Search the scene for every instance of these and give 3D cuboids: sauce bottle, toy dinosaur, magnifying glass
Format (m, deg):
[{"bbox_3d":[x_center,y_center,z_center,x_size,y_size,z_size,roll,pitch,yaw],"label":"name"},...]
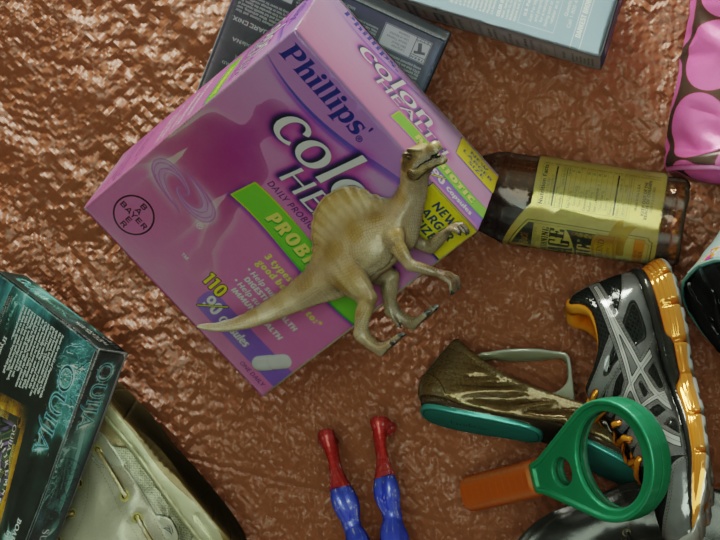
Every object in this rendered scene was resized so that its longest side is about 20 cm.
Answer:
[{"bbox_3d":[0.121,-0.046,1.670,0.199,0.066,0.066,8,90,8],"label":"sauce bottle"},{"bbox_3d":[0.000,0.000,1.557,0.200,0.058,0.101,-41,86,19],"label":"toy dinosaur"},{"bbox_3d":[0.132,0.132,1.615,0.022,0.200,0.080,-9,83,-38],"label":"magnifying glass"}]

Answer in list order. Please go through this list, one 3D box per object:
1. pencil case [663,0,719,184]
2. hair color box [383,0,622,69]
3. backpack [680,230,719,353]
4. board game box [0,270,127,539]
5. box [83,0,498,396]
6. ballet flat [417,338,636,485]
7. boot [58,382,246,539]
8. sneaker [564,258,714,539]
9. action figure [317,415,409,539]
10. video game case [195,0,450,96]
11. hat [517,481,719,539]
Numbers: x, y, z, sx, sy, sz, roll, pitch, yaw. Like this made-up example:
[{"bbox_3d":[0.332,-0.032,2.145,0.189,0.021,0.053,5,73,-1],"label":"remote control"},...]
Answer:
[{"bbox_3d":[0.261,-0.156,1.641,0.090,0.094,0.201,7,90,-9],"label":"pencil case"},{"bbox_3d":[0.075,-0.194,1.658,0.199,0.099,0.061,17,91,6],"label":"hair color box"},{"bbox_3d":[0.314,0.026,1.595,0.200,0.176,0.154,31,75,6],"label":"backpack"},{"bbox_3d":[-0.235,0.118,1.666,0.135,0.028,0.201,33,105,44],"label":"board game box"},{"bbox_3d":[-0.044,-0.051,1.617,0.200,0.097,0.176,-37,102,24],"label":"box"},{"bbox_3d":[0.139,0.094,1.672,0.199,0.068,0.073,18,71,10],"label":"ballet flat"},{"bbox_3d":[-0.195,0.163,1.695,0.155,0.072,0.200,-42,83,8],"label":"boot"},{"bbox_3d":[0.185,0.091,1.608,0.077,0.078,0.201,-10,61,3],"label":"sneaker"},{"bbox_3d":[0.021,0.211,1.680,0.065,0.099,0.201,-14,65,8],"label":"action figure"},{"bbox_3d":[-0.041,-0.103,1.658,0.142,0.019,0.200,25,120,1],"label":"video game case"},{"bbox_3d":[0.191,0.237,1.645,0.200,0.081,0.201,-2,76,9],"label":"hat"}]
